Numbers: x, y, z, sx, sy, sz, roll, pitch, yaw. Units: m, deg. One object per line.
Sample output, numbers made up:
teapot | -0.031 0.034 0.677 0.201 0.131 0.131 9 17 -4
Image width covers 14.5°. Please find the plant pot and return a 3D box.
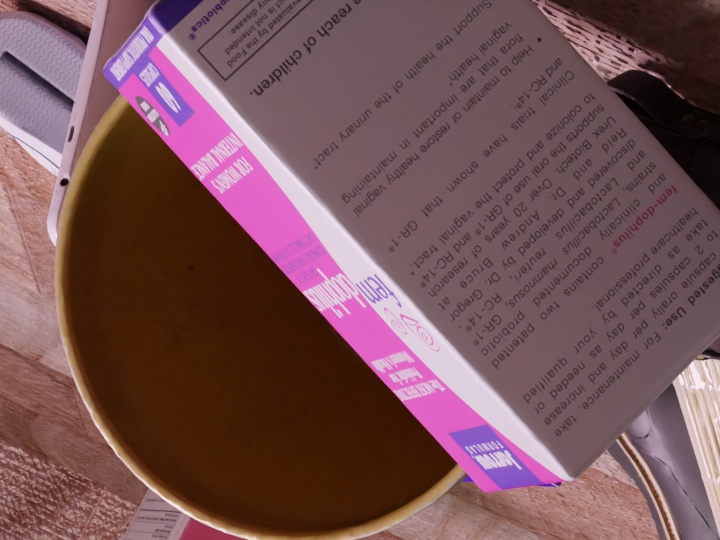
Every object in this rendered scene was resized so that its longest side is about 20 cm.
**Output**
plant pot | 0.000 0.000 1.125 0.200 0.200 0.142 22 -168 21

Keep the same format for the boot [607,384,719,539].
boot | 0.182 0.094 1.246 0.200 0.077 0.138 46 160 -7

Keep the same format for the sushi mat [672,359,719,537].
sushi mat | 0.152 0.045 1.060 0.096 0.012 0.200 4 118 51

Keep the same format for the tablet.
tablet | -0.063 -0.030 1.207 0.014 0.130 0.200 -4 153 31

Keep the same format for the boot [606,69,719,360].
boot | 0.167 0.025 0.978 0.174 0.069 0.200 7 119 50

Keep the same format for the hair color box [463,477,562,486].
hair color box | 0.048 0.037 1.292 0.065 0.109 0.200 29 168 -16

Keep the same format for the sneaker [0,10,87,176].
sneaker | -0.097 -0.049 1.320 0.200 0.073 0.071 43 -178 5

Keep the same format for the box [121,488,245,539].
box | -0.079 0.168 1.882 0.109 0.200 0.128 30 168 -16

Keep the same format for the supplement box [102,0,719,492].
supplement box | 0.023 -0.033 0.929 0.200 0.103 0.101 46 165 -4
